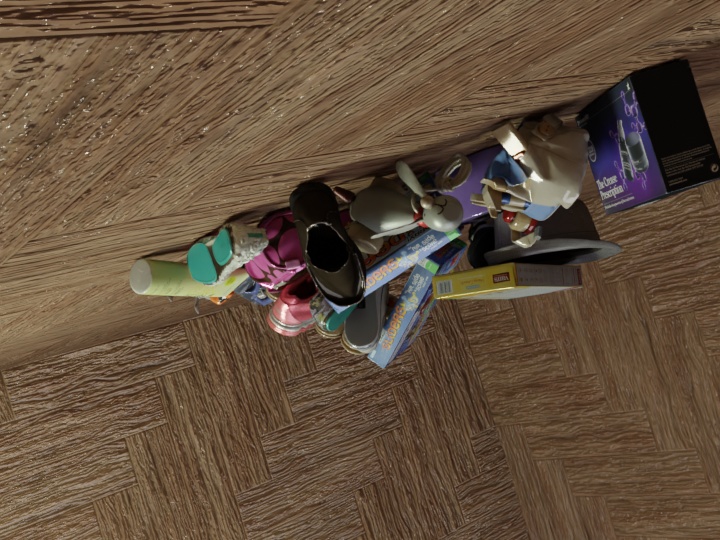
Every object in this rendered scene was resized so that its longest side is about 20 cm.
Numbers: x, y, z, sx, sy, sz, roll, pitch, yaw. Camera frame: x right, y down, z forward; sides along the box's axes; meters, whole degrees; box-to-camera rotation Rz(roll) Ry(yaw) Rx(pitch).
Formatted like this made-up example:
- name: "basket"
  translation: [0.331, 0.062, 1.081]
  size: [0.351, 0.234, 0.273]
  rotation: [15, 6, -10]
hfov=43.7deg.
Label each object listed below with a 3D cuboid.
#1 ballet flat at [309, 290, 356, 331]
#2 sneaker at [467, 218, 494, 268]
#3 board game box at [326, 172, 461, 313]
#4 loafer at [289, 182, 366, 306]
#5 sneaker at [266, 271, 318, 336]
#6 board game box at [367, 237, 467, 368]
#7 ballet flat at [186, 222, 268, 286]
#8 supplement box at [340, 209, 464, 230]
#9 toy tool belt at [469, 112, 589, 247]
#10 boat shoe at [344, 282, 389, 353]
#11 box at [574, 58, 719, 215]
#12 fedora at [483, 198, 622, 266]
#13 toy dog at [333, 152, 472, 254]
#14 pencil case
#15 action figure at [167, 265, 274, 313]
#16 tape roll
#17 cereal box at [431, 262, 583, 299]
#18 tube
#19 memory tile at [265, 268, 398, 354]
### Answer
- name: "ballet flat"
  translation: [0.000, 0.000, 1.325]
  size: [0.200, 0.072, 0.072]
  rotation: [-43, 180, -7]
- name: "sneaker"
  translation: [0.204, -0.047, 1.438]
  size: [0.088, 0.074, 0.200]
  rotation: [-5, -162, 35]
- name: "board game box"
  translation: [0.033, -0.041, 1.246]
  size: [0.200, 0.034, 0.135]
  rotation: [-33, -148, 11]
- name: "loafer"
  translation: [-0.041, -0.015, 1.110]
  size: [0.073, 0.071, 0.200]
  rotation: [-18, 135, 7]
- name: "sneaker"
  translation: [-0.051, 0.031, 1.385]
  size: [0.200, 0.074, 0.087]
  rotation: [-28, 152, -37]
- name: "board game box"
  translation: [0.091, 0.047, 1.416]
  size: [0.200, 0.034, 0.135]
  rotation: [-63, 166, 25]
- name: "ballet flat"
  translation: [-0.178, -0.021, 1.226]
  size: [0.072, 0.072, 0.200]
  rotation: [-16, 179, -29]
- name: "supplement box"
  translation: [0.051, -0.074, 1.457]
  size: [0.200, 0.086, 0.110]
  rotation: [-18, 177, 29]
- name: "toy tool belt"
  translation: [0.196, -0.119, 1.140]
  size: [0.123, 0.125, 0.200]
  rotation: [17, 154, -7]
- name: "boat shoe"
  translation: [0.013, 0.030, 1.385]
  size: [0.071, 0.200, 0.070]
  rotation: [-2, 160, 11]
- name: "box"
  translation: [0.343, -0.154, 1.090]
  size: [0.079, 0.141, 0.200]
  rotation: [-15, 177, -5]
- name: "fedora"
  translation: [0.273, -0.058, 1.312]
  size: [0.200, 0.090, 0.177]
  rotation: [-5, 172, -14]
- name: "toy dog"
  translation: [0.037, -0.085, 1.121]
  size: [0.096, 0.132, 0.200]
  rotation: [30, 145, -29]
- name: "pencil case"
  translation: [-0.118, -0.025, 1.304]
  size: [0.091, 0.094, 0.200]
  rotation: [-1, 172, -12]
- name: "action figure"
  translation: [-0.222, -0.006, 1.465]
  size: [0.193, 0.105, 0.200]
  rotation: [-24, 149, 8]
- name: "tape roll"
  translation: [0.215, -0.133, 1.327]
  size: [0.200, 0.085, 0.200]
  rotation: [-17, 177, -1]
- name: "cereal box"
  translation: [0.221, 0.017, 1.336]
  size: [0.144, 0.040, 0.200]
  rotation: [-11, 172, 39]
- name: "tube"
  translation: [-0.249, 0.014, 1.341]
  size: [0.058, 0.052, 0.200]
  rotation: [10, -177, 37]
- name: "memory tile"
  translation: [-0.041, 0.043, 1.451]
  size: [0.153, 0.200, 0.017]
  rotation: [-44, 162, -43]
